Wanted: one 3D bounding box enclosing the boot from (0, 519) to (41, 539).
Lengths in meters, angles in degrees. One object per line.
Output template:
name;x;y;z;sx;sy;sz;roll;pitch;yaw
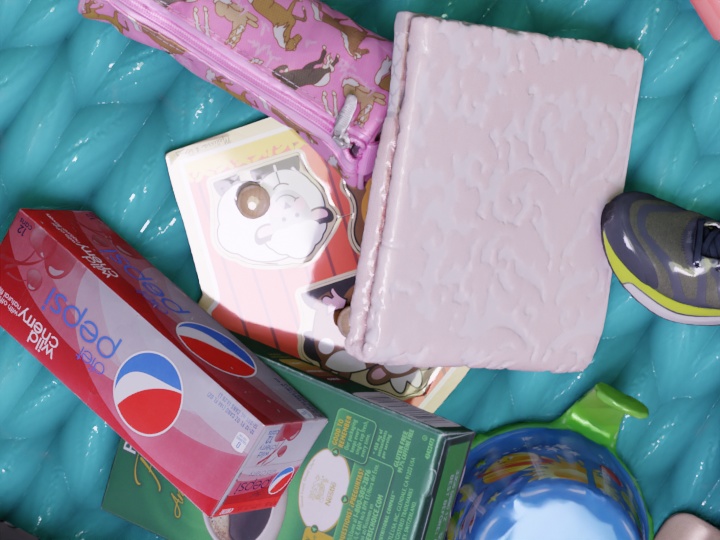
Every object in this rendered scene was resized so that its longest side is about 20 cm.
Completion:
boot;-0.187;0.233;1.346;0.158;0.211;0.080;-55;142;-22

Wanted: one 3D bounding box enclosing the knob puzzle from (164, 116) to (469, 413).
knob puzzle;0.000;0.000;1.423;0.219;0.030;0.221;-1;96;-7

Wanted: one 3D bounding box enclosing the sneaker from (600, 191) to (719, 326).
sneaker;0.232;-0.005;1.414;0.199;0.081;0.074;19;53;-13

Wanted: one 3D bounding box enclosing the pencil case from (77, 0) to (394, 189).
pencil case;-0.061;-0.128;1.365;0.200;0.087;0.083;33;78;0

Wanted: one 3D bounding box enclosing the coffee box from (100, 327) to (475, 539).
coffee box;-0.043;0.110;1.368;0.199;0.044;0.123;19;100;28

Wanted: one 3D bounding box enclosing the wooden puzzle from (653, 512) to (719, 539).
wooden puzzle;0.224;0.269;1.479;0.200;0.037;0.185;31;92;-3

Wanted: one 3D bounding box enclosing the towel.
towel;0.076;-0.040;1.371;0.200;0.032;0.192;4;95;-47

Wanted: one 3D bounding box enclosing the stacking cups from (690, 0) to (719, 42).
stacking cups;0.169;-0.221;1.401;0.060;0.061;0.200;-33;99;-2

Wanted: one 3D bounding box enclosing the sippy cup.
sippy cup;0.105;0.159;1.396;0.139;0.130;0.179;-9;93;-2

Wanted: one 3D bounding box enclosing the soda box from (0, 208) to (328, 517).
soda box;-0.117;0.047;1.345;0.200;0.070;0.064;39;109;25
